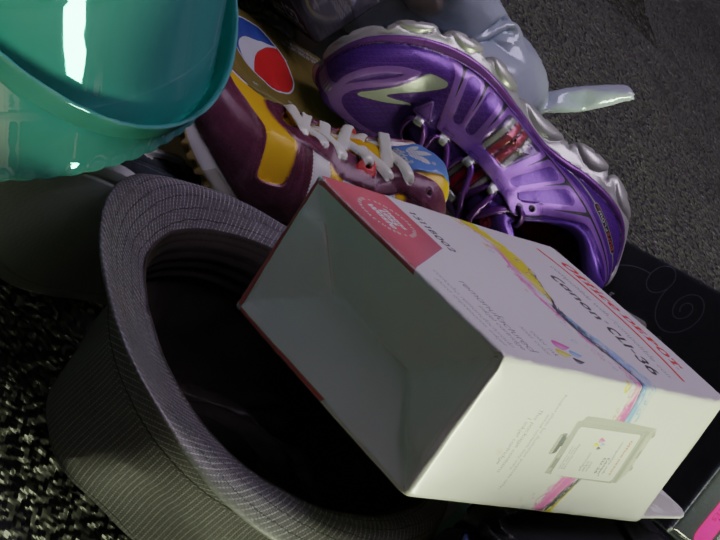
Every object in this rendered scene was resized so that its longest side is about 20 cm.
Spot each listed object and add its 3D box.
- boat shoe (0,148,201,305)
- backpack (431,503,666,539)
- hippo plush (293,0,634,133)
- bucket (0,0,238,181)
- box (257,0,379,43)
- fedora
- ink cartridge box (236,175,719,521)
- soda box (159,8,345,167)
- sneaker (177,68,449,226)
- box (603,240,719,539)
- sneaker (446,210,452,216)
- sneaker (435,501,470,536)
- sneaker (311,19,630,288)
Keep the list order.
[{"bbox_3d":[-0.110,-0.025,0.793,0.200,0.075,0.060,40,23,-59],"label":"boat shoe"},{"bbox_3d":[0.097,0.204,0.754,0.200,0.147,0.183,49,22,20],"label":"backpack"},{"bbox_3d":[0.033,-0.083,1.110,0.200,0.159,0.161,40,51,-33],"label":"hippo plush"},{"bbox_3d":[-0.136,-0.136,0.704,0.206,0.135,0.207,6,35,-4],"label":"bucket"},{"bbox_3d":[-0.077,-0.222,1.022,0.161,0.049,0.200,61,-8,-28],"label":"box"},{"bbox_3d":[-0.055,0.058,0.745,0.200,0.090,0.177,17,42,-49],"label":"fedora"},{"bbox_3d":[0.062,0.037,0.742,0.200,0.068,0.116,15,24,-50],"label":"ink cartridge box"},{"bbox_3d":[-0.093,-0.103,0.938,0.200,0.064,0.068,25,35,-49],"label":"soda box"},{"bbox_3d":[-0.013,-0.044,0.840,0.200,0.090,0.075,52,12,-41],"label":"sneaker"},{"bbox_3d":[0.165,0.074,1.011,0.106,0.122,0.200,42,-6,-38],"label":"box"},{"bbox_3d":[0.000,0.000,0.982,0.200,0.076,0.092,19,47,-42],"label":"sneaker"},{"bbox_3d":[0.027,0.088,0.901,0.140,0.078,0.200,63,15,25],"label":"sneaker"},{"bbox_3d":[0.062,-0.055,0.972,0.200,0.081,0.084,34,43,-15],"label":"sneaker"}]
